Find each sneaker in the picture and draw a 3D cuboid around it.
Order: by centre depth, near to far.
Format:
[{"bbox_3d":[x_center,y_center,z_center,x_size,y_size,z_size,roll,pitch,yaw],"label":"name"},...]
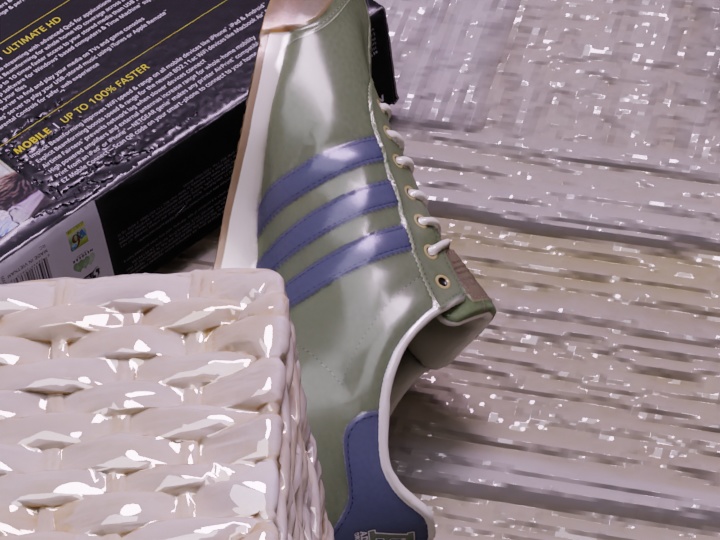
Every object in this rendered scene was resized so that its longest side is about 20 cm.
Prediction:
[{"bbox_3d":[0.000,0.000,0.880,0.090,0.067,0.201,9,67,4],"label":"sneaker"}]

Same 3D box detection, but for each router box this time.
[{"bbox_3d":[-0.109,-0.058,0.974,0.200,0.051,0.149,-35,51,-24],"label":"router box"}]

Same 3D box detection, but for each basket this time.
[{"bbox_3d":[-0.100,0.121,0.731,0.200,0.161,0.198,-2,46,3],"label":"basket"}]
